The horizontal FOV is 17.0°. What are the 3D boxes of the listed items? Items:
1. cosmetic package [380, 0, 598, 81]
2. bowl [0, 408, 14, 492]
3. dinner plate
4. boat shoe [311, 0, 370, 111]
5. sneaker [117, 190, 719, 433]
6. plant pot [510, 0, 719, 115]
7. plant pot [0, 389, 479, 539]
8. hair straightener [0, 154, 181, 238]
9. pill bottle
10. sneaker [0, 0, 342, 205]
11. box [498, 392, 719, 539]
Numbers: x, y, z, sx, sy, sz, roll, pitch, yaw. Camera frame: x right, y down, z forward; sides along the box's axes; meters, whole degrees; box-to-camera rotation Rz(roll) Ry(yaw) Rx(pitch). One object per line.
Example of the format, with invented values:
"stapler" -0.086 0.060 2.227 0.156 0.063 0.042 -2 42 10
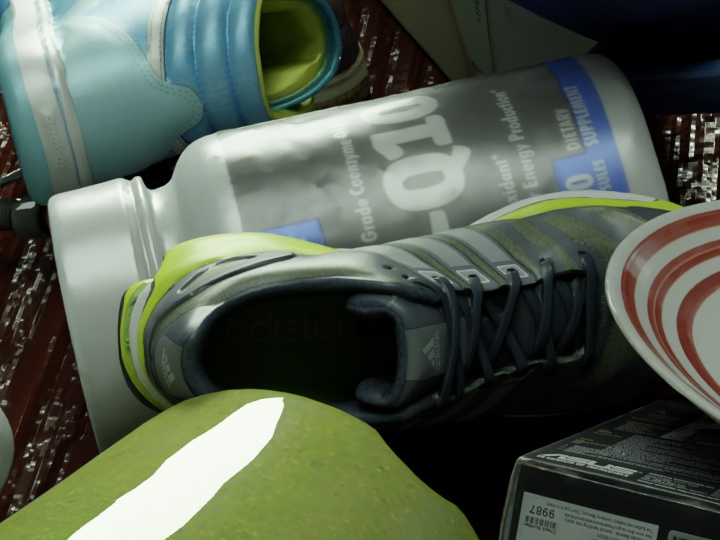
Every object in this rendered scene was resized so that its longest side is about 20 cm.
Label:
"cosmetic package" 0.045 -0.154 1.021 0.073 0.104 0.200 -19 38 -13
"bowl" -0.234 0.066 0.757 0.200 0.075 0.200 34 80 36
"dinner plate" 0.165 0.030 0.678 0.199 0.024 0.200 10 26 -5
"boat shoe" -0.068 -0.133 1.040 0.072 0.072 0.200 -27 42 -22
"sneaker" 0.027 0.021 0.732 0.199 0.074 0.081 -9 11 -6
"plant pot" 0.123 -0.166 0.832 0.200 0.180 0.200 -43 12 -11
"plant pot" -0.054 0.129 0.630 0.200 0.201 0.184 10 31 23
"hair straightener" -0.061 -0.027 0.945 0.199 0.041 0.077 -7 18 11
"pill bottle" 0.000 0.000 0.825 0.199 0.114 0.114 -13 38 -5
"sneaker" -0.076 -0.092 0.960 0.130 0.080 0.200 -13 28 -2
"box" 0.156 0.085 0.678 0.199 0.050 0.158 12 9 23
